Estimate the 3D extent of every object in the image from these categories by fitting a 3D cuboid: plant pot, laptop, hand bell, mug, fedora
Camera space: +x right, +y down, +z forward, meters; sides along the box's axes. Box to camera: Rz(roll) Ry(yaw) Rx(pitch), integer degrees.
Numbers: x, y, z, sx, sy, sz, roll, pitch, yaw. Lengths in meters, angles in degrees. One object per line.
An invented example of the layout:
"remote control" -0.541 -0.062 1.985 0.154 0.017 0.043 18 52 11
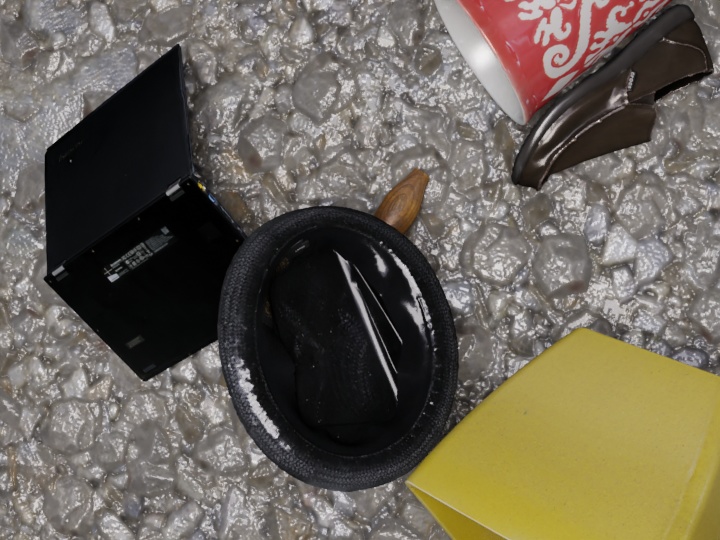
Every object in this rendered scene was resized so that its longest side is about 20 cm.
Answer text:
"plant pot" 0.187 0.164 0.722 0.198 0.201 0.177 21 67 42
"laptop" -0.171 -0.043 0.849 0.186 0.117 0.201 -28 113 29
"hand bell" 0.000 0.000 0.834 0.103 0.104 0.202 32 81 7
"mug" 0.161 -0.247 0.787 0.199 0.133 0.179 -35 93 3
"fedora" -0.024 0.059 0.728 0.197 0.092 0.204 5 74 -19

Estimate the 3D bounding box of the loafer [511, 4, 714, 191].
"loafer" 0.208 -0.129 0.808 0.199 0.073 0.072 -42 82 4
